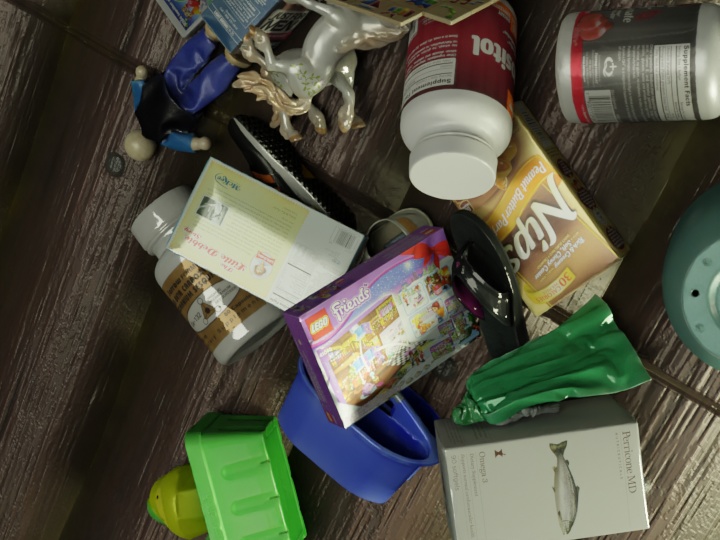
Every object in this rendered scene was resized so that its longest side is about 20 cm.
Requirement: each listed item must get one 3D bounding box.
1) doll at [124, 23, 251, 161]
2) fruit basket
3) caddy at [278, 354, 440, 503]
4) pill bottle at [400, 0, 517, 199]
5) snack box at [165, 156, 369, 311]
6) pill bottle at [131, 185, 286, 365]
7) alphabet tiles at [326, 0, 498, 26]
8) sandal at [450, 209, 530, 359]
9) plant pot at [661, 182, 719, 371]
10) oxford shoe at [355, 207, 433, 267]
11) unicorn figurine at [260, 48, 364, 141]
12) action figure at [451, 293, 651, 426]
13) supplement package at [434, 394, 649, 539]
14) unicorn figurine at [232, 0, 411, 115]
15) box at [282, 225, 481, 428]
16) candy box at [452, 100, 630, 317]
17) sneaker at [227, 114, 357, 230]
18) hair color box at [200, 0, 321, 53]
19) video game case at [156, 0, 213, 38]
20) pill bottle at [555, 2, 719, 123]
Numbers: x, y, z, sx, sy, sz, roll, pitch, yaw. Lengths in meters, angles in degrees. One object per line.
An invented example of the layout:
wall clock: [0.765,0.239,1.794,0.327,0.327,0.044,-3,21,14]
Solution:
doll: [-0.218,-0.201,1.386,0.200,0.048,0.137,-41,81,25]
fruit basket: [-0.184,0.282,1.421,0.214,0.156,0.217,1,96,7]
caddy: [0.006,0.163,1.304,0.200,0.141,0.105,38,116,13]
pill bottle: [0.099,-0.178,1.161,0.112,0.113,0.201,-8,60,25]
snack box: [-0.105,-0.031,1.286,0.199,0.037,0.117,28,91,9]
pill bottle: [-0.179,0.003,1.371,0.114,0.114,0.200,-43,81,25]
alphabet tiles: [0.064,-0.290,1.154,0.166,0.200,0.006,26,133,32]
sandal: [0.135,0.032,1.232,0.075,0.048,0.201,11,127,55]
plant pot: [0.379,0.014,1.094,0.200,0.161,0.202,5,103,24]
oxford shoe: [0.000,0.000,1.322,0.200,0.058,0.075,-41,84,27]
unicorn figurine: [-0.036,-0.222,1.278,0.199,0.074,0.138,-8,100,24]
action figure: [0.186,0.113,1.205,0.199,0.055,0.118,-23,49,-5]
supplement package: [0.185,0.211,1.207,0.199,0.117,0.118,-9,97,0]
unicorn figurine: [-0.036,-0.246,1.197,0.137,0.074,0.200,36,119,-6]
box: [0.027,0.057,1.234,0.039,0.200,0.137,12,128,57]
candy box: [0.179,-0.066,1.227,0.115,0.055,0.200,-38,83,27]
sneaker: [-0.099,-0.090,1.341,0.200,0.070,0.090,46,111,8]
hair color box: [-0.073,-0.327,1.267,0.200,0.100,0.061,-42,83,25]
video game case: [-0.180,-0.392,1.349,0.200,0.018,0.143,-38,84,25]
pill bottle: [0.298,-0.201,1.117,0.199,0.111,0.111,1,101,24]
